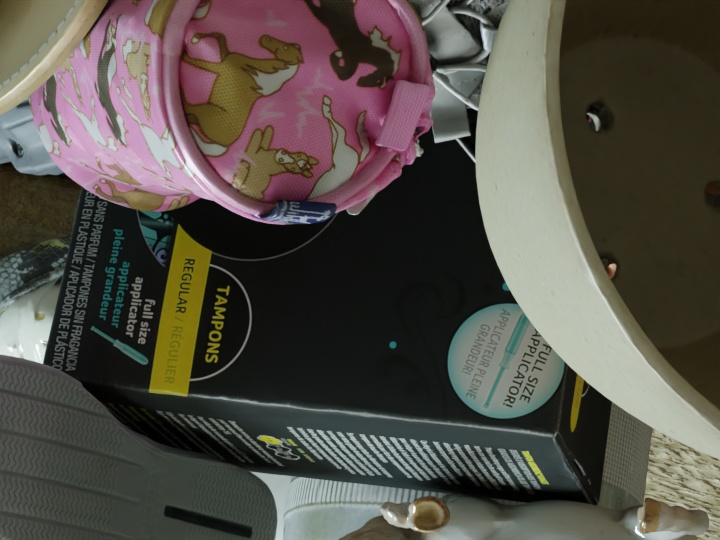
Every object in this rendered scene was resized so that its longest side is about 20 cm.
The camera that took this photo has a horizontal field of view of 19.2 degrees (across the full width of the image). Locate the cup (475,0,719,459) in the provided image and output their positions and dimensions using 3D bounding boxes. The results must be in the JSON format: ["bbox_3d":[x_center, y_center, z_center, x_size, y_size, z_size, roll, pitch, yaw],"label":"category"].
[{"bbox_3d":[0.112,-0.034,0.618,0.200,0.201,0.143,16,168,-19],"label":"cup"}]

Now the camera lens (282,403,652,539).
[{"bbox_3d":[0.052,0.075,0.965,0.159,0.201,0.160,9,163,3],"label":"camera lens"}]

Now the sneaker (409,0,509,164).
[{"bbox_3d":[0.033,-0.084,0.674,0.075,0.082,0.200,-1,160,30],"label":"sneaker"}]

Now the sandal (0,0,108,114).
[{"bbox_3d":[-0.156,-0.092,0.697,0.070,0.078,0.211,25,162,-30],"label":"sandal"}]

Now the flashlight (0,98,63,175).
[{"bbox_3d":[-0.160,-0.071,0.842,0.200,0.068,0.068,-9,126,45],"label":"flashlight"}]

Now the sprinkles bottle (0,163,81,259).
[{"bbox_3d":[-0.119,-0.007,1.021,0.199,0.068,0.068,14,162,-14],"label":"sprinkles bottle"}]

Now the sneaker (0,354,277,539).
[{"bbox_3d":[-0.117,0.084,0.803,0.071,0.073,0.200,-3,157,36],"label":"sneaker"}]

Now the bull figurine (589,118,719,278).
[{"bbox_3d":[0.161,-0.013,0.747,0.199,0.122,0.065,17,149,-19],"label":"bull figurine"}]

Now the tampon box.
[{"bbox_3d":[0.000,0.000,0.842,0.199,0.150,0.126,5,163,14],"label":"tampon box"}]

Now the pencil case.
[{"bbox_3d":[-0.048,-0.057,0.675,0.083,0.087,0.200,-25,-168,-18],"label":"pencil case"}]

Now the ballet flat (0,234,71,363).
[{"bbox_3d":[-0.107,0.015,0.957,0.200,0.072,0.072,-19,158,4],"label":"ballet flat"}]

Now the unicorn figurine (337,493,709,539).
[{"bbox_3d":[0.089,0.117,0.821,0.199,0.074,0.137,19,176,13],"label":"unicorn figurine"}]

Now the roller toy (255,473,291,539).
[{"bbox_3d":[-0.054,0.126,1.220,0.139,0.200,0.183,6,152,14],"label":"roller toy"}]
